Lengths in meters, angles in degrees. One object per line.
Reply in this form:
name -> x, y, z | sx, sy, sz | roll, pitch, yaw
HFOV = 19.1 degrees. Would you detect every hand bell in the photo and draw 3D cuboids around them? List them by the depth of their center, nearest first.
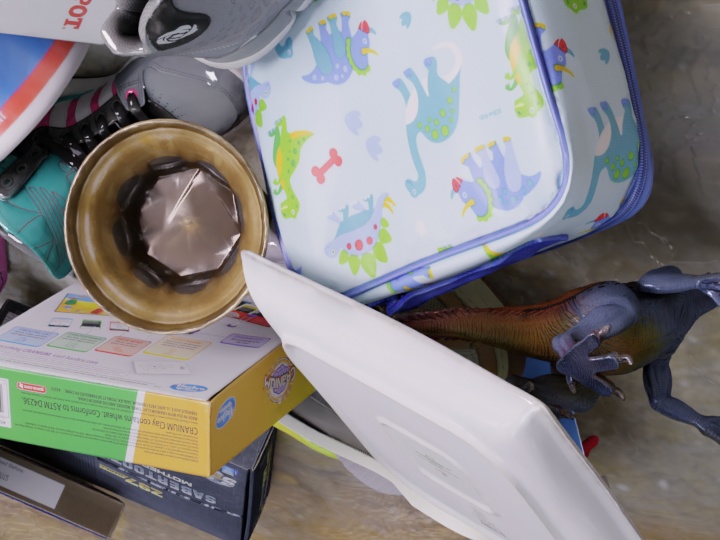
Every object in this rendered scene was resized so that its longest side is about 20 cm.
hand bell -> -0.075, -0.027, 1.134 | 0.103, 0.105, 0.200 | 19, -173, 10

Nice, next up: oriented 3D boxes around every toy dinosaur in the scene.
toy dinosaur -> 0.137, 0.014, 1.046 | 0.199, 0.181, 0.105 | 33, 127, 10

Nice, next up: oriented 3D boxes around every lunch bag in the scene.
lunch bag -> 0.037, -0.071, 0.998 | 0.082, 0.162, 0.199 | -6, 168, -43

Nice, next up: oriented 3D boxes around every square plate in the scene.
square plate -> 0.045, 0.084, 1.015 | 0.199, 0.029, 0.198 | 27, 162, 41

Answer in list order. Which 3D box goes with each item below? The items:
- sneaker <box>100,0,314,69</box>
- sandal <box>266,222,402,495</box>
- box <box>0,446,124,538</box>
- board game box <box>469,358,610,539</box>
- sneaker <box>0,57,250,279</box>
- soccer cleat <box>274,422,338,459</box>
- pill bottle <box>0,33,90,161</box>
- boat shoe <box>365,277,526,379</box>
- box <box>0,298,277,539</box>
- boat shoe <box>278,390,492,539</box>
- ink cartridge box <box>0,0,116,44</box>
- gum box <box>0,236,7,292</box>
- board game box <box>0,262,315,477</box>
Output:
sneaker -> -0.047, -0.154, 0.931 | 0.075, 0.115, 0.200 | 54, 127, 17
sandal -> -0.012, 0.036, 1.272 | 0.079, 0.059, 0.207 | -33, 95, 37
box -> -0.244, 0.151, 1.540 | 0.120, 0.033, 0.200 | 25, 169, -13
board game box -> 0.094, 0.094, 1.261 | 0.158, 0.039, 0.201 | 14, 126, 52
sneaker -> -0.143, -0.057, 1.163 | 0.199, 0.121, 0.084 | -14, 130, 44
soccer cleat -> -0.059, 0.065, 1.348 | 0.199, 0.065, 0.084 | 23, 176, -4
pill bottle -> -0.246, -0.149, 1.112 | 0.200, 0.113, 0.112 | 40, 144, -19
boat shoe -> 0.000, 0.000, 1.116 | 0.200, 0.076, 0.072 | 42, 144, 42
box -> -0.155, 0.106, 1.443 | 0.199, 0.051, 0.158 | 23, 155, 5
boat shoe -> 0.015, 0.080, 1.200 | 0.201, 0.072, 0.061 | 29, 106, 22
ink cartridge box -> -0.194, -0.184, 0.989 | 0.198, 0.084, 0.147 | 5, 152, -22
gum box -> -0.290, 0.037, 1.315 | 0.066, 0.201, 0.114 | 20, 145, 8
board game box -> -0.099, 0.041, 1.134 | 0.152, 0.200, 0.041 | 8, 111, 23
